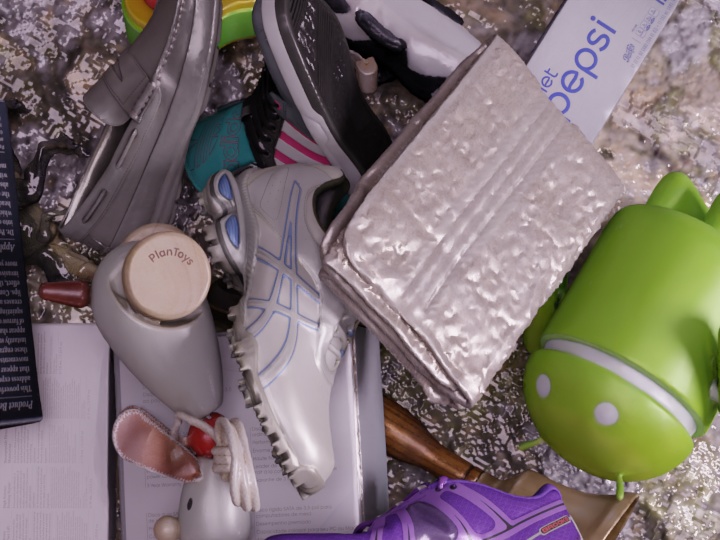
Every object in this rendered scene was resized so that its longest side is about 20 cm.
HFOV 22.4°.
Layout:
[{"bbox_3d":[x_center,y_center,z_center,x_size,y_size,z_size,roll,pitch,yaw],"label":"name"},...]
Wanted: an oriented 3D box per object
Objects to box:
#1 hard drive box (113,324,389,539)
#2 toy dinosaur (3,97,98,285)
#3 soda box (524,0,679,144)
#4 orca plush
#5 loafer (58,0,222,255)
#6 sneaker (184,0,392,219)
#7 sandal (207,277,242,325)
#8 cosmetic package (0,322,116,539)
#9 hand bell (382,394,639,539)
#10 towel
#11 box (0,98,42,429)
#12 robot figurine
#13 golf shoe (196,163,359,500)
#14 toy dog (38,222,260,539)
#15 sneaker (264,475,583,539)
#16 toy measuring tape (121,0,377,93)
[{"bbox_3d":[-0.063,0.138,1.112,0.155,0.077,0.202,-4,85,14],"label":"hard drive box"},{"bbox_3d":[-0.225,-0.060,1.164,0.199,0.047,0.088,35,91,6],"label":"toy dinosaur"},{"bbox_3d":[0.125,-0.106,1.162,0.063,0.068,0.201,32,85,0],"label":"soda box"},{"bbox_3d":[-0.004,-0.148,1.165,0.199,0.105,0.071,28,115,-1],"label":"orca plush"},{"bbox_3d":[-0.132,-0.101,1.102,0.069,0.070,0.201,11,107,-18],"label":"loafer"},{"bbox_3d":[-0.058,-0.094,1.113,0.120,0.200,0.084,-6,51,18],"label":"sneaker"},{"bbox_3d":[0.000,0.000,1.138,0.198,0.082,0.055,-2,100,11],"label":"sandal"},{"bbox_3d":[-0.195,0.135,1.140,0.082,0.051,0.202,1,84,-3],"label":"cosmetic package"},{"bbox_3d":[0.064,0.128,1.141,0.199,0.104,0.104,34,84,15],"label":"hand bell"},{"bbox_3d":[0.066,-0.028,1.065,0.133,0.034,0.200,48,60,-15],"label":"towel"},{"bbox_3d":[-0.288,0.005,1.092,0.148,0.107,0.202,-10,84,32],"label":"box"},{"bbox_3d":[0.177,0.041,1.118,0.175,0.116,0.201,22,73,38],"label":"robot figurine"},{"bbox_3d":[-0.029,0.026,1.039,0.096,0.078,0.201,-14,70,2],"label":"golf shoe"},{"bbox_3d":[-0.125,0.066,1.040,0.096,0.132,0.201,-11,72,-9],"label":"toy dog"},{"bbox_3d":[0.031,0.159,1.041,0.198,0.081,0.084,-1,57,-20],"label":"sneaker"},{"bbox_3d":[-0.087,-0.147,1.149,0.199,0.074,0.074,30,84,17],"label":"toy measuring tape"}]
